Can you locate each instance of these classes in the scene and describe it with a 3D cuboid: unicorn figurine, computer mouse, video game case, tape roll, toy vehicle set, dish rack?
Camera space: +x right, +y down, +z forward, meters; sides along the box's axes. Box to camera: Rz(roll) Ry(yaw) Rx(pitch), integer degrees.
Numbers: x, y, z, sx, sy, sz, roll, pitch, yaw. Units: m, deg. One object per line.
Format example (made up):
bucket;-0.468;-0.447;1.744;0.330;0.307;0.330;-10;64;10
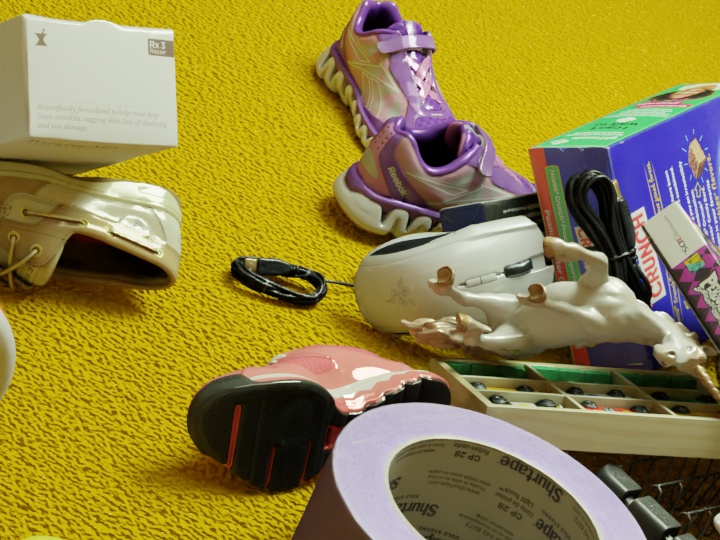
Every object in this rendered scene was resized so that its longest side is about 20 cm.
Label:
unicorn figurine;0.137;0.032;1.520;0.200;0.074;0.137;5;-17;42
computer mouse;0.094;0.003;1.595;0.199;0.110;0.044;-14;11;2
video game case;0.281;0.062;1.590;0.200;0.036;0.181;39;18;-52
tape roll;0.062;0.170;1.343;0.200;0.085;0.200;18;28;-10
toy vehicle set;0.155;0.091;1.539;0.199;0.027;0.124;4;11;-17
computer mouse;0.000;0.000;1.645;0.200;0.034;0.059;2;35;-34
dish rack;0.246;0.173;1.514;0.200;0.055;0.153;-6;41;-46

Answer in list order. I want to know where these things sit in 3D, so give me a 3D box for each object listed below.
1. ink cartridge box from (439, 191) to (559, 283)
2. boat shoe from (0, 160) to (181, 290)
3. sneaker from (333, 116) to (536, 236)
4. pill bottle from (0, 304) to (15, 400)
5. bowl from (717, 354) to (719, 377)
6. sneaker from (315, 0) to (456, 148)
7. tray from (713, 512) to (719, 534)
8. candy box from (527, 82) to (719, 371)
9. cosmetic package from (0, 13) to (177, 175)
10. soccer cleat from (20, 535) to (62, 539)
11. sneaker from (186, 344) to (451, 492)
ink cartridge box;0.144;-0.013;1.711;0.044;0.094;0.200;-8;2;42
boat shoe;-0.205;-0.023;1.489;0.199;0.074;0.067;2;59;-23
sneaker;0.083;-0.066;1.751;0.200;0.089;0.081;10;29;-26
pill bottle;-0.278;0.002;1.344;0.113;0.113;0.200;5;32;-31
bowl;0.377;0.074;1.746;0.201;0.091;0.201;19;29;-11
sneaker;0.034;-0.151;1.878;0.080;0.089;0.200;4;34;-35
tray;0.304;0.217;1.433;0.107;0.022;0.200;-19;72;-51
candy box;0.222;-0.035;1.708;0.077;0.170;0.200;-2;15;41
cosmetic package;-0.214;-0.106;1.501;0.113;0.081;0.200;1;-5;-34
soccer cleat;-0.139;0.202;1.154;0.084;0.065;0.200;-4;39;-38
sneaker;-0.040;0.085;1.450;0.200;0.074;0.087;1;22;-43
